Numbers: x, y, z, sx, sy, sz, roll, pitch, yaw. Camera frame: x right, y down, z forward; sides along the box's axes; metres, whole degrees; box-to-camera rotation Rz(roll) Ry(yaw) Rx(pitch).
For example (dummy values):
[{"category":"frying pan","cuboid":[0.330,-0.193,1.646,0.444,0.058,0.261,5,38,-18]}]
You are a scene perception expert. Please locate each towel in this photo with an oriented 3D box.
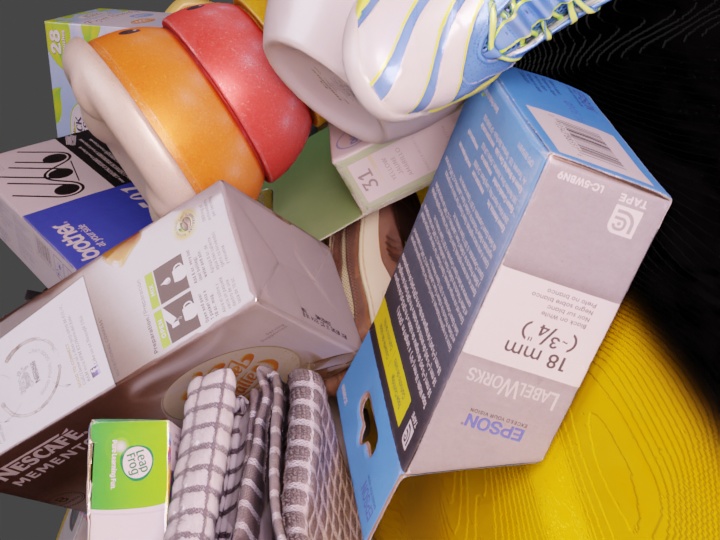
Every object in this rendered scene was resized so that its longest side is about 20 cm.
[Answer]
[{"category":"towel","cuboid":[-0.036,0.164,0.690,0.166,0.085,0.200,-87,-9,-46]}]

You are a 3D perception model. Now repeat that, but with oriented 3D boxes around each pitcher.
[{"category":"pitcher","cuboid":[0.025,-0.182,0.713,0.200,0.172,0.121,-53,33,-11]}]

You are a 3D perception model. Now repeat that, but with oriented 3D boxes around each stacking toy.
[{"category":"stacking toy","cuboid":[-0.056,-0.114,0.804,0.200,0.146,0.146,-35,11,-9]}]

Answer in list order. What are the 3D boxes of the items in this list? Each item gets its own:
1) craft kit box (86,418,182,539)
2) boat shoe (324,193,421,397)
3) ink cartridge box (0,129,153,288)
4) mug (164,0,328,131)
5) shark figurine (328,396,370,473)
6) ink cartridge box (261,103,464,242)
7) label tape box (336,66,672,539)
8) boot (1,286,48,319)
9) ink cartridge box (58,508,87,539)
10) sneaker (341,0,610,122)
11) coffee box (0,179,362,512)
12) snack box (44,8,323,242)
[{"category":"craft kit box","cuboid":[-0.095,0.191,0.718,0.200,0.048,0.198,66,-155,-73]},{"category":"boat shoe","cuboid":[-0.003,-0.004,0.847,0.075,0.075,0.203,-21,35,15]},{"category":"ink cartridge box","cuboid":[-0.178,-0.034,0.919,0.200,0.094,0.044,35,137,49]},{"category":"mug","cuboid":[-0.063,-0.132,1.100,0.149,0.186,0.153,36,101,39]},{"category":"shark figurine","cuboid":[-0.053,0.172,0.852,0.128,0.089,0.215,-113,42,-67]},{"category":"ink cartridge box","cuboid":[-0.008,-0.080,0.840,0.199,0.048,0.146,-25,29,11]},{"category":"label tape box","cuboid":[0.058,0.018,0.665,0.144,0.063,0.201,-103,33,-65]},{"category":"boot","cuboid":[-0.173,0.033,0.955,0.198,0.074,0.162,-11,20,37]},{"category":"ink cartridge box","cuboid":[-0.127,0.173,0.996,0.086,0.147,0.201,-125,56,-71]},{"category":"sneaker","cuboid":[0.081,-0.138,0.621,0.200,0.076,0.105,-43,19,-28]},{"category":"coffee box","cuboid":[-0.114,0.048,0.764,0.200,0.114,0.080,-30,59,17]},{"category":"snack box","cuboid":[-0.128,-0.097,1.012,0.068,0.199,0.169,-28,-60,-51]}]
